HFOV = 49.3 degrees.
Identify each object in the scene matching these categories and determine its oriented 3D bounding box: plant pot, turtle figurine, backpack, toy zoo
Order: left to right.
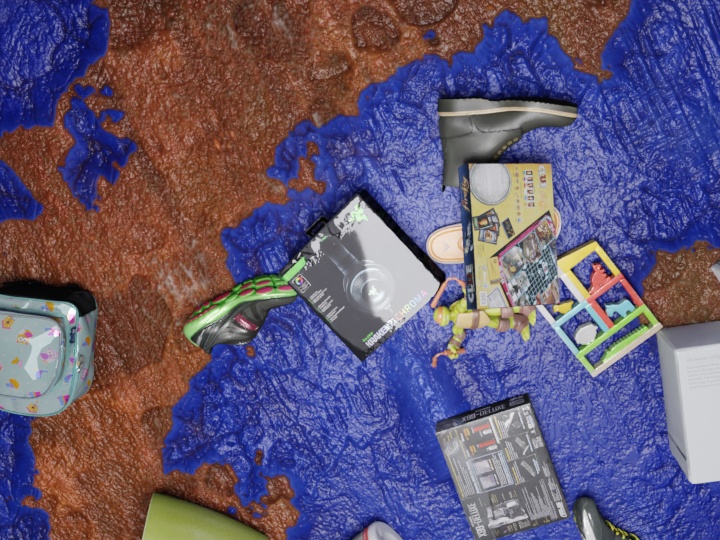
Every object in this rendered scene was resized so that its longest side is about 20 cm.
[{"bbox_3d":[-0.518,0.133,1.249,0.174,0.153,0.202,5,108,1],"label":"backpack"},{"bbox_3d":[-0.255,0.471,1.275,0.198,0.187,0.189,10,102,-9],"label":"plant pot"},{"bbox_3d":[0.176,0.075,1.184,0.160,0.065,0.201,2,132,-3],"label":"turtle figurine"},{"bbox_3d":[0.342,0.047,1.182,0.131,0.020,0.200,-38,98,12],"label":"toy zoo"}]

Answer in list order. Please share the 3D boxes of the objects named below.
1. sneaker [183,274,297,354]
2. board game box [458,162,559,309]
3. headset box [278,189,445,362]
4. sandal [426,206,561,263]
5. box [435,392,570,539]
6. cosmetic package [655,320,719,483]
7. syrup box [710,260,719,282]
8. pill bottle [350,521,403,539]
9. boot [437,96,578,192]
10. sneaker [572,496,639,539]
[{"bbox_3d":[-0.181,0.070,1.240,0.199,0.077,0.084,-24,114,14],"label":"sneaker"},{"bbox_3d":[0.210,-0.049,1.106,0.134,0.035,0.202,-2,88,-19],"label":"board game box"},{"bbox_3d":[0.000,0.000,1.185,0.174,0.093,0.200,-42,93,12],"label":"headset box"},{"bbox_3d":[0.200,-0.044,1.168,0.205,0.059,0.080,-13,99,9],"label":"sandal"},{"bbox_3d":[0.224,0.314,1.238,0.156,0.050,0.202,-20,97,11],"label":"box"},{"bbox_3d":[0.552,0.179,1.134,0.197,0.123,0.202,-9,101,9],"label":"cosmetic package"},{"bbox_3d":[0.615,-0.026,1.110,0.199,0.079,0.082,-37,94,12],"label":"syrup box"},{"bbox_3d":[-0.016,0.511,1.272,0.200,0.114,0.114,-41,93,12],"label":"pill bottle"},{"bbox_3d":[0.212,-0.181,1.142,0.198,0.077,0.140,5,106,19],"label":"boot"},{"bbox_3d":[0.401,0.431,1.234,0.084,0.075,0.201,-26,105,5],"label":"sneaker"}]
